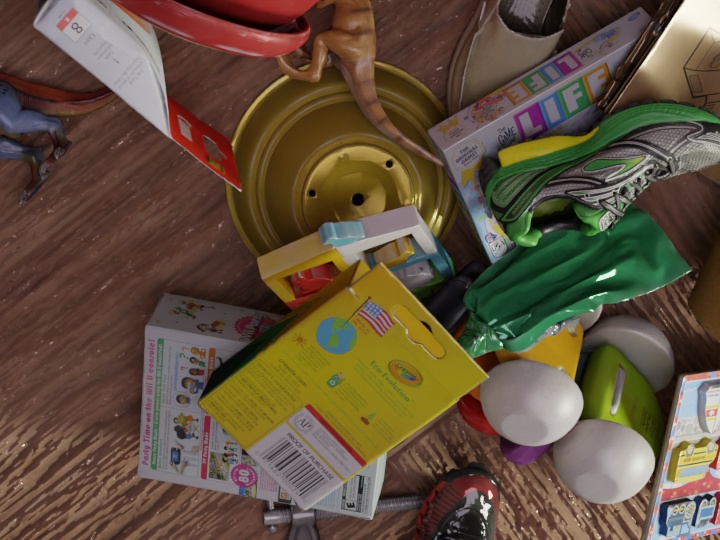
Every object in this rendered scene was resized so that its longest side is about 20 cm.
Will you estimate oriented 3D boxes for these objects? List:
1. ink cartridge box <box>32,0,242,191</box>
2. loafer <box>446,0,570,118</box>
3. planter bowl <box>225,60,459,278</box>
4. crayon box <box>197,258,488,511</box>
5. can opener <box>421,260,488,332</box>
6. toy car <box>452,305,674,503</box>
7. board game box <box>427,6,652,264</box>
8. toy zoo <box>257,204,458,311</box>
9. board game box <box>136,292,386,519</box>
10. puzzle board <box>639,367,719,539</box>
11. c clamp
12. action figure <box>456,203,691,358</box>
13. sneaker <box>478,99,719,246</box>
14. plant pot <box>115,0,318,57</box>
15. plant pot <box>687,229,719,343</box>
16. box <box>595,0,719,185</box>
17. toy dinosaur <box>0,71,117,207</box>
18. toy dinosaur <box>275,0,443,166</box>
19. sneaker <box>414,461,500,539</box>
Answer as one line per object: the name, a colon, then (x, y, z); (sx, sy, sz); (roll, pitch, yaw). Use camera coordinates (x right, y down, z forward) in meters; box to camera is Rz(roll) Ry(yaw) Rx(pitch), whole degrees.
ink cartridge box: (-0.159, -0.156, 1.625); (0.200, 0.162, 0.050); (37, 100, -16)
loafer: (0.122, -0.185, 1.706); (0.075, 0.068, 0.201); (12, 104, -11)
planter bowl: (-0.007, -0.065, 1.714); (0.199, 0.083, 0.201); (-2, 106, -7)
crayon box: (-0.010, 0.081, 1.625); (0.200, 0.051, 0.127); (-37, 104, 27)
can opener: (0.046, 0.062, 1.737); (0.078, 0.063, 0.200); (36, 122, 0)
toy car: (0.158, 0.102, 1.759); (0.200, 0.175, 0.150); (39, 133, -20)
board game box: (0.165, -0.107, 1.718); (0.199, 0.034, 0.135); (-30, 132, -3)
toy zoo: (0.000, 0.000, 1.679); (0.131, 0.200, 0.021); (-19, 67, 10)
board game box: (-0.076, 0.110, 1.719); (0.199, 0.064, 0.148); (10, 119, 6)
puzzle board: (0.316, 0.152, 1.796); (0.199, 0.017, 0.151); (-4, 111, -46)
c clamp: (0.010, 0.225, 1.826); (0.199, 0.027, 0.172); (0, 107, -9)
action figure: (0.150, 0.010, 1.673); (0.200, 0.055, 0.118); (-33, 69, -25)
sneaker: (0.197, -0.068, 1.656); (0.199, 0.085, 0.078); (-19, 146, 5)
plant pot: (-0.091, -0.268, 1.588); (0.200, 0.201, 0.183); (18, 109, -13)
plant pot: (0.370, -0.013, 1.739); (0.186, 0.187, 0.200); (37, 104, -16)
box: (0.297, -0.161, 1.716); (0.200, 0.021, 0.164); (24, 102, -42)
toy dinosaur: (-0.317, -0.131, 1.675); (0.181, 0.105, 0.200); (42, 59, -4)
toy dinosaur: (-0.008, -0.171, 1.665); (0.106, 0.060, 0.201); (-12, 82, 22)
sneaker: (0.071, 0.261, 1.787); (0.071, 0.098, 0.201); (18, 108, -14)
